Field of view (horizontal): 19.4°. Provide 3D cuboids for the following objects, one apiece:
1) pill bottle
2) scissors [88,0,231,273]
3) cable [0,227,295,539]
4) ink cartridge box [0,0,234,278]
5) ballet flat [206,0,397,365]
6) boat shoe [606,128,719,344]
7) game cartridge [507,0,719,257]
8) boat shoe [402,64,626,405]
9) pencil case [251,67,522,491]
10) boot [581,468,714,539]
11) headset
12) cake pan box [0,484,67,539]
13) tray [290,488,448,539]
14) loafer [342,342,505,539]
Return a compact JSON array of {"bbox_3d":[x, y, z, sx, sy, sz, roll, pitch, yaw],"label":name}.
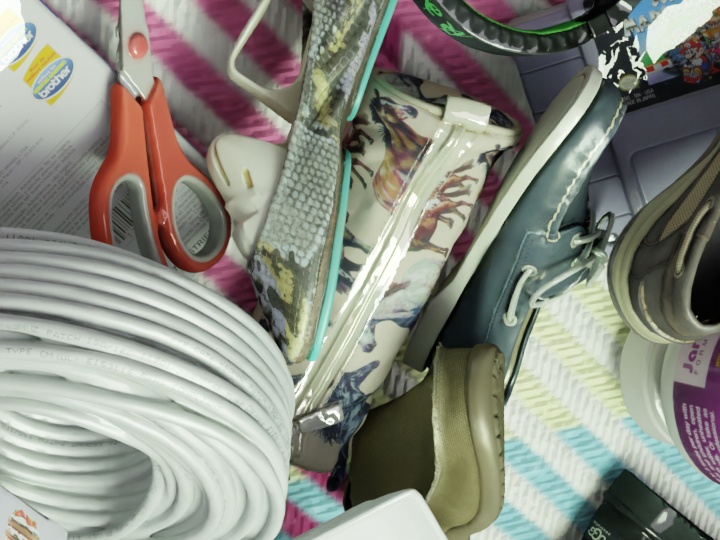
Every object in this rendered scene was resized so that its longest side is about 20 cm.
[{"bbox_3d":[0.220,0.061,1.047,0.112,0.200,0.113,-3,96,-30],"label":"pill bottle"},{"bbox_3d":[-0.097,-0.079,0.872,0.073,0.014,0.201,-29,116,-40],"label":"scissors"},{"bbox_3d":[-0.124,0.061,0.886,0.199,0.070,0.200,-8,142,25],"label":"cable"},{"bbox_3d":[-0.147,-0.044,0.893,0.119,0.042,0.200,-46,132,0],"label":"ink cartridge box"},{"bbox_3d":[-0.029,-0.062,0.901,0.072,0.072,0.202,21,76,-36],"label":"ballet flat"},{"bbox_3d":[0.193,-0.045,0.922,0.074,0.073,0.200,38,86,-22],"label":"boat shoe"},{"bbox_3d":[0.179,-0.089,0.988,0.199,0.038,0.130,-17,117,11],"label":"game cartridge"},{"bbox_3d":[0.082,-0.009,0.982,0.062,0.075,0.201,32,128,4],"label":"boat shoe"},{"bbox_3d":[0.000,0.000,0.968,0.077,0.090,0.201,21,106,-23],"label":"pencil case"},{"bbox_3d":[0.154,0.219,1.193,0.198,0.073,0.163,38,93,-31],"label":"boot"},{"bbox_3d":[0.097,-0.175,0.916,0.199,0.094,0.124,-33,103,-13],"label":"headset"},{"bbox_3d":[-0.251,0.102,0.855,0.183,0.053,0.200,-22,134,26],"label":"cake pan box"},{"bbox_3d":[-0.050,0.162,0.937,0.199,0.022,0.108,-27,139,2],"label":"tray"},{"bbox_3d":[0.029,0.093,1.006,0.067,0.077,0.200,4,152,-4],"label":"loafer"}]
